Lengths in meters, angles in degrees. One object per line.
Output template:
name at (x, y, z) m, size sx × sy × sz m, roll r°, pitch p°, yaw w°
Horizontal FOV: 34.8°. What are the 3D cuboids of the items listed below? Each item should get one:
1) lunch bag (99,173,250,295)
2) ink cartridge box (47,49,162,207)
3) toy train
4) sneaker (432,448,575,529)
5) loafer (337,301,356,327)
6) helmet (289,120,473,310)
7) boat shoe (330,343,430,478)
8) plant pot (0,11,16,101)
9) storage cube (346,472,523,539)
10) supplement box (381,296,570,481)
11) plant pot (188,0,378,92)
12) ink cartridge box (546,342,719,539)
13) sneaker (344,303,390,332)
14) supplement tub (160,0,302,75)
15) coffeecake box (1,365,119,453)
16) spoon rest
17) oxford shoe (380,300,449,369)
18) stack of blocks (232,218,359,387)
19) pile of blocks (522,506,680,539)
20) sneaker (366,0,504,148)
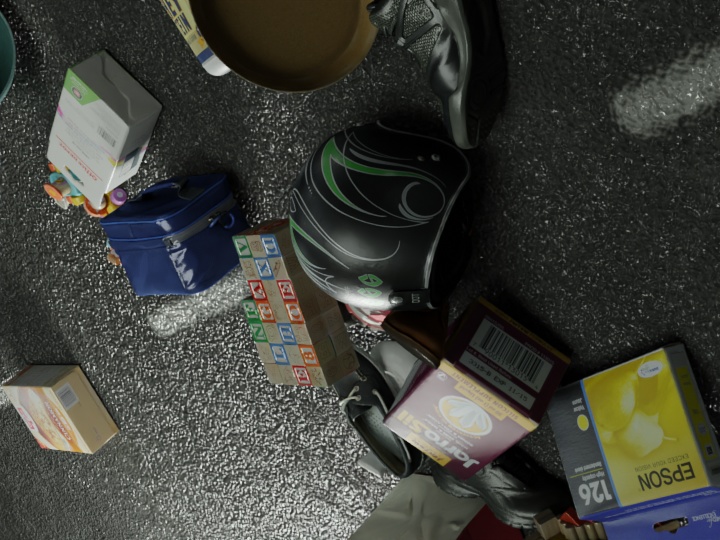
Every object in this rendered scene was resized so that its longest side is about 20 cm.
lunch bag at (-0.241, -0.055, 1.521) m, size 0.200 × 0.136 × 0.132 m, roll -4°, pitch 120°, yaw 46°
ink cartridge box at (-0.355, -0.189, 1.574) m, size 0.117 × 0.067 × 0.200 m, roll 44°, pitch 142°, yaw 5°
toy train at (-0.410, -0.081, 1.734) m, size 0.200 × 0.056 × 0.150 m, roll 34°, pitch 140°, yaw 18°
sneaker at (0.175, 0.255, 1.434) m, size 0.200 × 0.076 × 0.091 m, roll 16°, pitch 123°, yaw 30°
loafer at (-0.066, 0.052, 1.494) m, size 0.200 × 0.070 × 0.070 m, roll -12°, pitch 113°, yaw 49°
helmet at (0.017, -0.058, 1.223) m, size 0.191 × 0.200 × 0.200 m, roll 18°, pitch 135°, yaw 19°
boat shoe at (0.012, 0.174, 1.460) m, size 0.200 × 0.060 × 0.076 m, roll 46°, pitch 131°, yaw 9°
plant pot at (-0.587, -0.295, 1.636) m, size 0.200 × 0.200 × 0.134 m, roll 53°, pitch 170°, yaw -5°
storage cube at (0.107, 0.400, 1.542) m, size 0.200 × 0.171 × 0.180 m, roll 1°, pitch 122°, yaw 45°
supplement box at (0.128, 0.140, 1.325) m, size 0.131 × 0.103 × 0.200 m, roll 34°, pitch 146°, yaw 0°
plant pot at (-0.075, -0.272, 1.128) m, size 0.200 × 0.200 × 0.027 m, roll 57°, pitch 162°, yaw -11°
ink cartridge box at (0.294, 0.200, 1.220) m, size 0.198 × 0.047 × 0.200 m, roll -33°, pitch 66°, yaw 52°
sneaker at (0.000, 0.000, 1.382) m, size 0.200 × 0.074 × 0.087 m, roll 34°, pitch 139°, yaw 19°
supplement tub at (-0.150, -0.320, 1.192) m, size 0.144 × 0.144 × 0.200 m, roll -20°, pitch 106°, yaw 51°
coffeecake box at (-0.570, 0.261, 2.177) m, size 0.200 × 0.073 × 0.154 m, roll -5°, pitch 119°, yaw 48°
spoon rest at (0.042, 0.177, 1.520) m, size 0.099 × 0.061 × 0.200 m, roll 28°, pitch 125°, yaw 23°
oxford shoe at (0.067, 0.054, 1.250) m, size 0.071 × 0.071 × 0.200 m, roll 40°, pitch -174°, yaw -9°
stack of blocks at (-0.088, 0.039, 1.407) m, size 0.115 × 0.059 × 0.200 m, roll -1°, pitch 112°, yaw 48°
pile of blocks at (0.274, 0.303, 1.322) m, size 0.200 × 0.082 × 0.062 m, roll -13°, pitch 112°, yaw 26°
sneaker at (0.074, -0.218, 1.119) m, size 0.114 × 0.076 × 0.200 m, roll 12°, pitch 127°, yaw 41°
